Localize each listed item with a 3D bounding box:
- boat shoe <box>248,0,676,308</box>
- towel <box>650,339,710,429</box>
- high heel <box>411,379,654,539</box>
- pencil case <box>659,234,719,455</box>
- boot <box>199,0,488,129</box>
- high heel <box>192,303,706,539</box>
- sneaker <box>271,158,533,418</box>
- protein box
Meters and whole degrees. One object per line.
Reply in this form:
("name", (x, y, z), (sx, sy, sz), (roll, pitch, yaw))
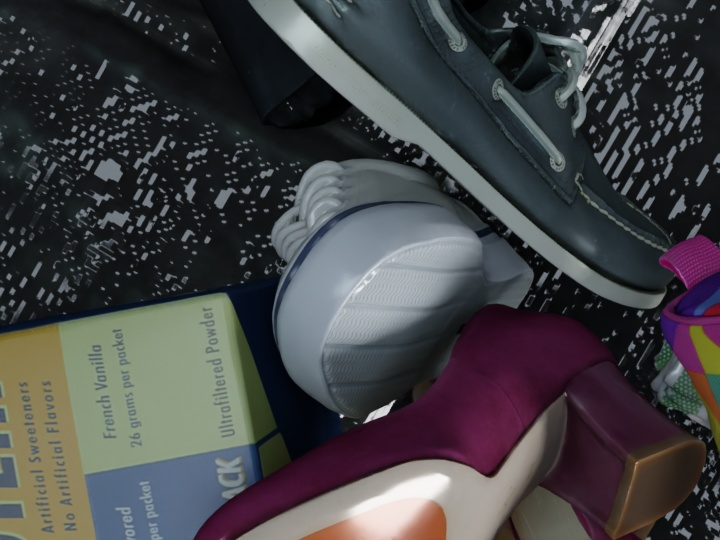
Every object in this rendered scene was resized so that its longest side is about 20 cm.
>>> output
("boat shoe", (0.051, -0.054, 0.726), (0.200, 0.073, 0.062), (36, 100, -32))
("towel", (0.216, 0.031, 0.722), (0.199, 0.031, 0.150), (31, 109, -1))
("high heel", (0.052, 0.089, 0.708), (0.095, 0.200, 0.068), (23, 115, -1))
("pencil case", (0.163, 0.080, 0.690), (0.088, 0.088, 0.201), (-21, 101, 6))
("boot", (-0.066, -0.121, 0.768), (0.199, 0.076, 0.169), (-28, 86, 0))
("high heel", (0.009, 0.055, 0.651), (0.096, 0.199, 0.068), (37, 118, 37))
("sneaker", (0.000, 0.000, 0.710), (0.071, 0.200, 0.073), (37, 95, 13))
("protein box", (-0.112, 0.086, 0.720), (0.199, 0.199, 0.136), (-11, 91, 6))
